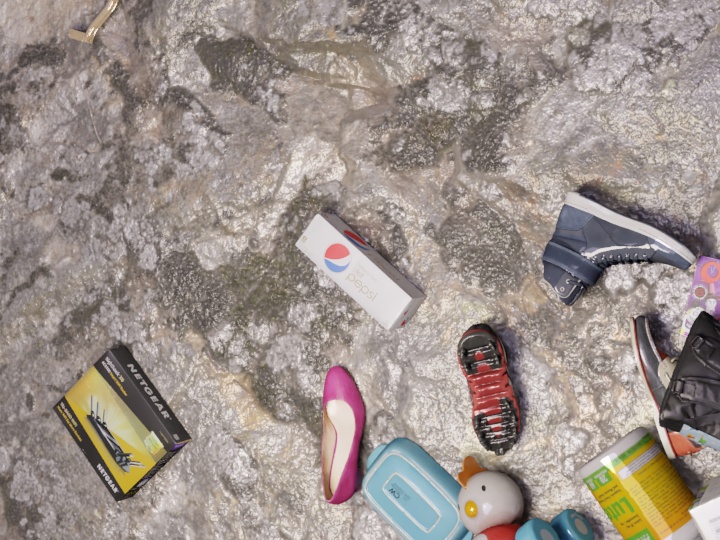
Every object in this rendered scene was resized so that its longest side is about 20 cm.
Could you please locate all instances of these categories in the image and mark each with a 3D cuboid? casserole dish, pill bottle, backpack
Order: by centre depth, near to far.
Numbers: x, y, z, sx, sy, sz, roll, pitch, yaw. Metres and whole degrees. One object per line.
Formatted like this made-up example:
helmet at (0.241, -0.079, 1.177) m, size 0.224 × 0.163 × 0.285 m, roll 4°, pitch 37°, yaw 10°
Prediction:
backpack at (0.498, 0.170, 1.455) m, size 0.198 × 0.154 × 0.164 m, roll 19°, pitch 75°, yaw 22°
pill bottle at (0.392, 0.321, 1.527) m, size 0.111 × 0.111 × 0.201 m, roll -39°, pitch 77°, yaw 19°
casserole dish at (0.082, 0.342, 1.700) m, size 0.200 × 0.039 × 0.122 m, roll 42°, pitch 105°, yaw 18°

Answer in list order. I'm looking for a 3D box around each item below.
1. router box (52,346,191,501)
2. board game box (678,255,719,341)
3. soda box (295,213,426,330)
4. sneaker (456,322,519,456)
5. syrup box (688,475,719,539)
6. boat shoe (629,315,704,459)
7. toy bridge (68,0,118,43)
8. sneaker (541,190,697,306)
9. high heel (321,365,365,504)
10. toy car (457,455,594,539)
router box at (-0.397, 0.254, 1.893) m, size 0.157 × 0.052 × 0.200 m, roll -44°, pitch 75°, yaw 17°
board game box at (0.534, 0.060, 1.509) m, size 0.198 × 0.032 × 0.121 m, roll 14°, pitch 92°, yaw 22°
soda box at (0.000, 0.000, 1.711) m, size 0.200 × 0.068 × 0.064 m, roll 42°, pitch 106°, yaw 17°
sneaker at (0.186, 0.164, 1.636) m, size 0.070 × 0.098 × 0.202 m, roll -11°, pitch 110°, yaw 10°
syrup box at (0.479, 0.303, 1.442) m, size 0.081 × 0.200 × 0.079 m, roll -30°, pitch 79°, yaw 19°
boat shoe at (0.414, 0.152, 1.537) m, size 0.062 × 0.071 × 0.202 m, roll -20°, pitch 86°, yaw 19°
toy bridge at (-0.432, -0.478, 1.908) m, size 0.067 × 0.027 × 0.202 m, roll 20°, pitch 99°, yaw 19°
sneaker at (0.342, -0.005, 1.553) m, size 0.201 × 0.077 × 0.147 m, roll 26°, pitch 90°, yaw 30°
high heel at (-0.038, 0.247, 1.717) m, size 0.067 × 0.096 × 0.203 m, roll -2°, pitch 90°, yaw 23°
toy car at (0.184, 0.352, 1.597) m, size 0.184 × 0.176 × 0.201 m, roll -47°, pitch 61°, yaw 29°
